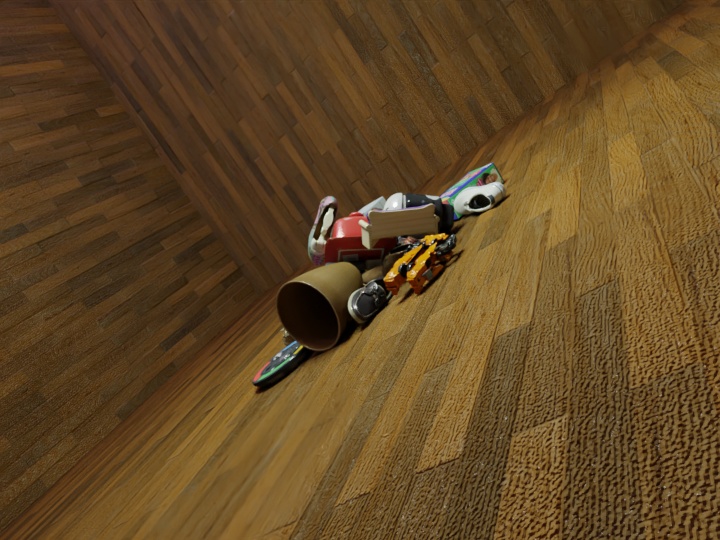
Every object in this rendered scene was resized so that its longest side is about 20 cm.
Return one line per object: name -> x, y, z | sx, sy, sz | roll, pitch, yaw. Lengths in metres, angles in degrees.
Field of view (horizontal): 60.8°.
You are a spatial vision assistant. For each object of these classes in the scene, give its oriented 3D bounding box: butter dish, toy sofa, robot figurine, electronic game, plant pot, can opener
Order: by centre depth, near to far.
robot figurine -> 0.145, -0.020, 1.432 | 0.143, 0.059, 0.200 | -5, 29, 45
plant pot -> -0.080, 0.066, 1.524 | 0.185, 0.188, 0.200 | -29, 8, 40
toy sofa -> 0.099, -0.119, 1.577 | 0.195, 0.100, 0.083 | -8, 14, -12
electronic game -> -0.201, 0.233, 1.605 | 0.198, 0.042, 0.200 | -36, 8, 6
can opener -> 0.000, 0.000, 1.678 | 0.195, 0.054, 0.067 | -2, 16, 0
robot figurine -> 0.159, -0.147, 1.707 | 0.195, 0.153, 0.126 | 6, 29, -2
butter dish -> -0.007, -0.094, 1.728 | 0.194, 0.151, 0.201 | -3, -25, -6

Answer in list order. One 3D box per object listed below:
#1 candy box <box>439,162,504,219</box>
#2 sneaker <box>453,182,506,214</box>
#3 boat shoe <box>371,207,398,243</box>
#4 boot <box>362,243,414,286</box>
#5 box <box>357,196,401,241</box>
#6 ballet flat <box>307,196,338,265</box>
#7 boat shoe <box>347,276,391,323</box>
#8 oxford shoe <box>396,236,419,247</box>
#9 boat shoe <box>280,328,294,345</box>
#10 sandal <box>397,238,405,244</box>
candy box -> 0.322, -0.235, 1.911 | 0.199, 0.078, 0.169 | -40, 9, -14
sneaker -> 0.315, -0.195, 1.709 | 0.070, 0.074, 0.199 | -34, 6, -29
boat shoe -> 0.063, -0.096, 1.825 | 0.071, 0.203, 0.072 | 22, 48, 37
boot -> 0.074, -0.016, 1.580 | 0.197, 0.076, 0.074 | -21, 33, 31
box -> 0.058, -0.128, 2.066 | 0.104, 0.185, 0.200 | -39, 8, -18
ballet flat -> -0.105, -0.108, 1.737 | 0.071, 0.068, 0.204 | -118, 42, -75
boat shoe -> 0.032, 0.060, 1.483 | 0.064, 0.072, 0.200 | -37, 1, 31
oxford shoe -> 0.143, -0.053, 1.640 | 0.071, 0.073, 0.199 | -36, 7, -24
boat shoe -> -0.183, 0.172, 1.810 | 0.073, 0.063, 0.199 | -42, 9, -35
sandal -> 0.147, -0.078, 1.823 | 0.206, 0.060, 0.079 | -41, 9, -25
